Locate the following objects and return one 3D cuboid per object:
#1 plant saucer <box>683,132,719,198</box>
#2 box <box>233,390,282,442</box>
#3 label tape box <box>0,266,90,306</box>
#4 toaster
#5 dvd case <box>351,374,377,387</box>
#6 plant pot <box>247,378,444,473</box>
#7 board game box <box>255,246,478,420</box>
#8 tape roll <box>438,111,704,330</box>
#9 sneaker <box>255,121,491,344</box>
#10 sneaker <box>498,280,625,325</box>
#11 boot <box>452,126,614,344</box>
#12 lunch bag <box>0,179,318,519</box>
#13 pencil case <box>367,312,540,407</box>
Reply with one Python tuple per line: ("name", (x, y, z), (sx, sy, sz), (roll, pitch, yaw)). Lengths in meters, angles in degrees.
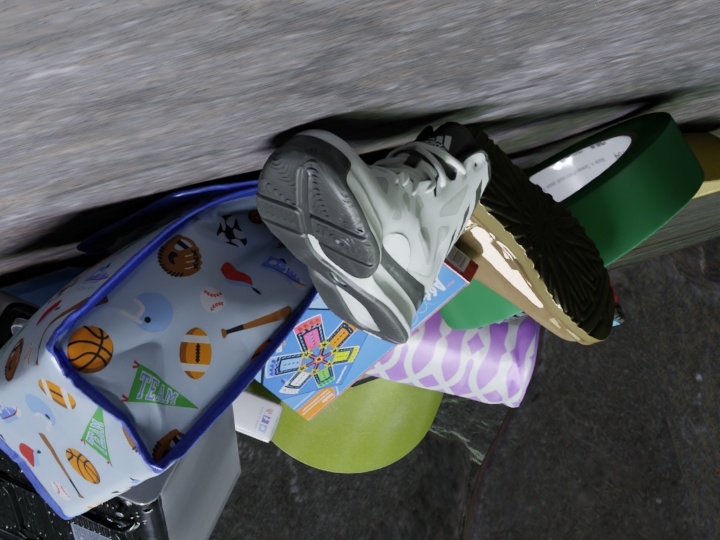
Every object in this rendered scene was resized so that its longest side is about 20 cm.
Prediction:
("plant saucer", (0.197, -0.066, 1.976), (0.199, 0.049, 0.200), (-16, 177, 25))
("box", (-0.162, 0.090, 2.063), (0.199, 0.036, 0.144), (22, 177, -1))
("label tape box", (-0.204, 0.039, 1.748), (0.144, 0.064, 0.200), (-17, 177, 23))
("toaster", (-0.179, 0.122, 1.627), (0.180, 0.119, 0.200), (22, 152, 15))
("dvd case", (0.024, 0.020, 1.970), (0.200, 0.143, 0.018), (-21, -145, 37))
("plant pot", (0.008, 0.050, 2.137), (0.186, 0.188, 0.200), (-14, 160, -22))
("board game box", (-0.020, 0.016, 1.560), (0.200, 0.103, 0.019), (-42, -169, 47))
("tape roll", (0.131, -0.034, 1.668), (0.200, 0.048, 0.200), (-31, -171, 5))
("sneaker", (0.010, -0.051, 1.369), (0.075, 0.116, 0.201), (24, 162, 22))
("sneaker", (0.120, 0.014, 1.805), (0.095, 0.079, 0.200), (-33, -160, -8))
("boot", (0.038, -0.002, 1.571), (0.200, 0.175, 0.066), (-22, -153, 41))
("lunch bag", (-0.116, 0.029, 1.461), (0.200, 0.124, 0.170), (-44, -171, -28))
("pencil case", (0.040, 0.043, 1.899), (0.199, 0.086, 0.084), (16, 137, -4))
